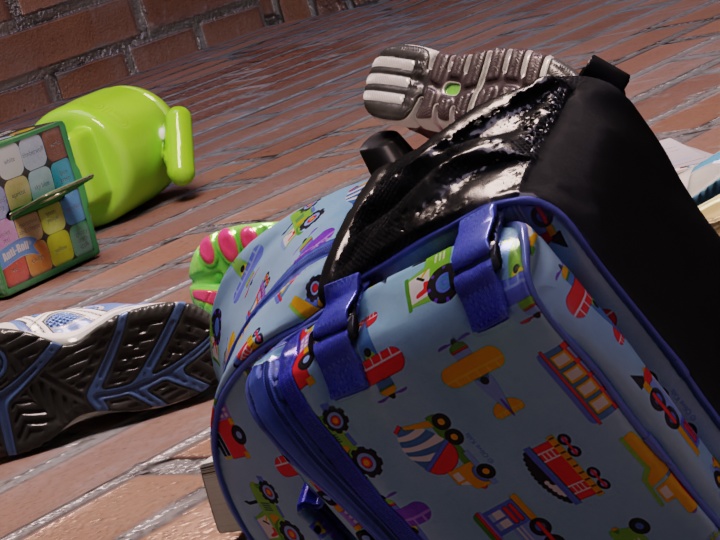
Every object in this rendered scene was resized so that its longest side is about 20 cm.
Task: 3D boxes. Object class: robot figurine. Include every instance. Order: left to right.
[{"bbox_3d":[-0.240,-0.109,2.083,0.175,0.116,0.200,-16,9,24],"label":"robot figurine"}]

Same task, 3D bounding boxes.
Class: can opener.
[{"bbox_3d":[0.034,-0.069,1.644,0.063,0.079,0.200,-25,3,-8],"label":"can opener"}]

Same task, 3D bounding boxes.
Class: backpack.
[{"bbox_3d":[0.034,0.053,0.731,0.200,0.183,0.135,-25,21,32],"label":"backpack"}]

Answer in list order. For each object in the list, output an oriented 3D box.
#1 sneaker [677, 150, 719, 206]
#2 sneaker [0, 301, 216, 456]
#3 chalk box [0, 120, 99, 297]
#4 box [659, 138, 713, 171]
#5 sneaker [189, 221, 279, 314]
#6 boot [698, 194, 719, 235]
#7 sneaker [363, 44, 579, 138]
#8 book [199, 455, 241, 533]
[{"bbox_3d":[0.186,-0.029,1.171,0.200,0.077,0.081,-25,13,-37],"label":"sneaker"},{"bbox_3d":[-0.178,0.062,1.277,0.199,0.076,0.077,-7,3,-7],"label":"sneaker"},{"bbox_3d":[-0.308,-0.047,1.855,0.200,0.124,0.125,-6,14,38],"label":"chalk box"},{"bbox_3d":[0.149,-0.035,1.354,0.156,0.041,0.200,-16,12,-7],"label":"box"},{"bbox_3d":[0.000,0.000,1.287,0.200,0.077,0.084,3,-2,24],"label":"sneaker"},{"bbox_3d":[0.208,0.006,0.991,0.200,0.072,0.155,-10,14,24],"label":"boot"},{"bbox_3d":[0.108,-0.106,1.531,0.200,0.076,0.115,19,-4,40],"label":"sneaker"},{"bbox_3d":[0.043,0.067,0.997,0.200,0.048,0.134,-14,7,17],"label":"book"}]
